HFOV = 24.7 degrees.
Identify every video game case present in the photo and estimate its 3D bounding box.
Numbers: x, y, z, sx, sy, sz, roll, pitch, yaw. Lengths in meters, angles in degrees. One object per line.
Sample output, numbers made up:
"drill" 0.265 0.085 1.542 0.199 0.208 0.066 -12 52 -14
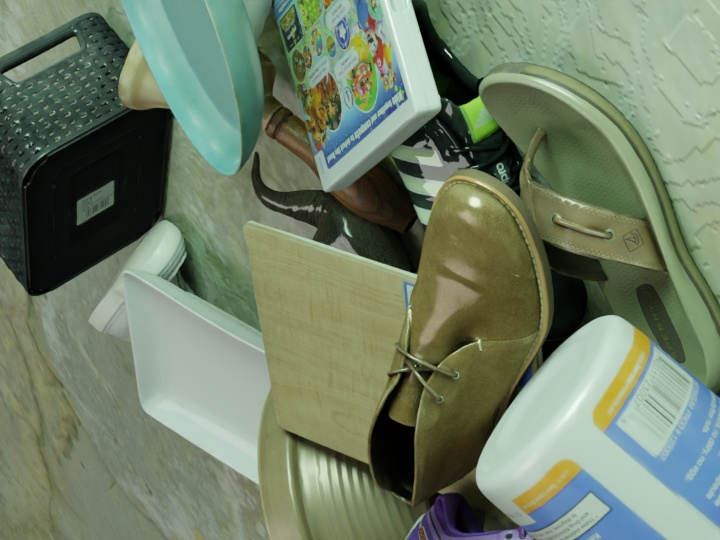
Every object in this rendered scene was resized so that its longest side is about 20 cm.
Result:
"video game case" -0.017 -0.158 0.884 0.143 0.018 0.202 -33 71 65

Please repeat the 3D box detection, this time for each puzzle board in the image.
"puzzle board" 0.023 0.058 0.940 0.199 0.017 0.152 18 131 33

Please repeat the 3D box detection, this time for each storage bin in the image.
"storage bin" -0.231 -0.087 1.287 0.094 0.135 0.201 48 153 19

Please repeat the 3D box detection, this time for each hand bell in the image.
"hand bell" -0.044 -0.090 1.038 0.199 0.104 0.104 37 151 11

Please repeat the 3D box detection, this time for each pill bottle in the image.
"pill bottle" 0.164 0.125 0.812 0.200 0.112 0.112 40 155 -5

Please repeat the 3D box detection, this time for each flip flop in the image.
"flip flop" 0.118 -0.014 0.829 0.201 0.057 0.081 61 155 -9

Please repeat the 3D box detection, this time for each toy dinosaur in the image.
"toy dinosaur" 0.000 0.000 1.068 0.102 0.077 0.202 -36 74 46

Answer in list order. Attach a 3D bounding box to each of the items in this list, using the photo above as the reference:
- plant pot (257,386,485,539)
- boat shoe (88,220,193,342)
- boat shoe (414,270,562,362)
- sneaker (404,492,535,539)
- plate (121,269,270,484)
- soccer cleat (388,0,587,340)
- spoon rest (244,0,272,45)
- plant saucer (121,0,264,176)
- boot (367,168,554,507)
"plant pot" 0.022 0.147 1.096 0.092 0.201 0.202 -17 108 26
"boat shoe" -0.178 0.021 1.407 0.068 0.072 0.200 33 146 -10
"boat shoe" 0.093 0.081 0.969 0.201 0.075 0.074 55 158 7
"sneaker" 0.100 0.176 0.880 0.199 0.084 0.080 24 176 37
"plate" -0.104 0.096 1.346 0.199 0.032 0.201 28 146 20
"soccer cleat" 0.060 -0.053 0.885 0.201 0.067 0.081 56 154 9
"spoon rest" -0.077 -0.193 0.906 0.100 0.060 0.201 64 153 30
"plant saucer" -0.100 -0.150 0.913 0.201 0.027 0.201 58 164 28
"boot" 0.046 0.042 0.834 0.073 0.075 0.201 29 135 26
